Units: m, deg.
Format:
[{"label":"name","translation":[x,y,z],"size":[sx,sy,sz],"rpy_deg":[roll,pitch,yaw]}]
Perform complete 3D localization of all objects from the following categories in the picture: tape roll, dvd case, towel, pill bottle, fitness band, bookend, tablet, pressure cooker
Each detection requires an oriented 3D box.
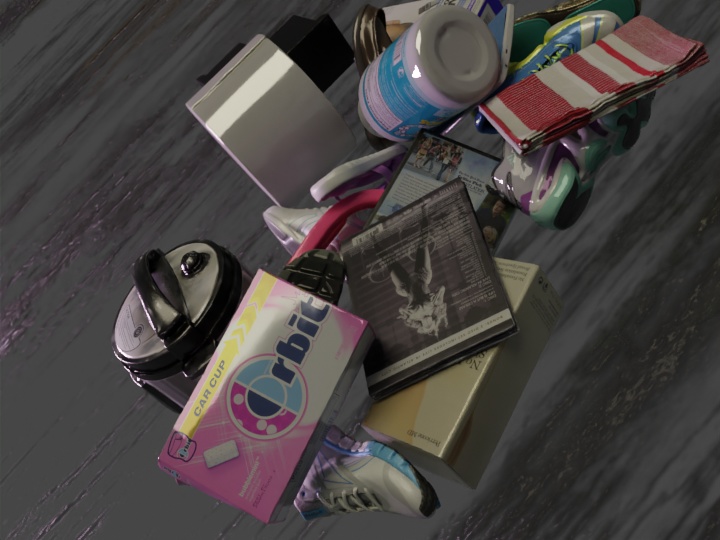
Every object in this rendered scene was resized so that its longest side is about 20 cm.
[{"label":"tape roll","translation":[-0.121,-0.197,1.087],"size":[0.139,0.203,0.203],"rpy_deg":[-44,39,-1]},{"label":"dvd case","translation":[0.058,0.012,0.768],"size":[0.148,0.016,0.201],"rpy_deg":[-28,44,16]},{"label":"towel","translation":[0.228,-0.194,0.810],"size":[0.199,0.023,0.144],"rpy_deg":[-27,30,5]},{"label":"pill bottle","translation":[0.067,-0.218,0.932],"size":[0.111,0.110,0.200],"rpy_deg":[-59,16,-20]},{"label":"fitness band","translation":[0.000,0.000,0.883],"size":[0.143,0.037,0.201],"rpy_deg":[30,73,18]},{"label":"bookend","translation":[-0.143,-0.331,1.313],"size":[0.199,0.092,0.200],"rpy_deg":[-47,37,-7]},{"label":"dvd case","translation":[0.085,-0.053,0.870],"size":[0.142,0.018,0.201],"rpy_deg":[24,70,16]},{"label":"tablet","translation":[0.122,-0.222,0.979],"size":[0.200,0.014,0.131],"rpy_deg":[-40,32,53]},{"label":"pressure cooker","translation":[-0.180,0.063,0.901],"size":[0.175,0.200,0.180],"rpy_deg":[-6,52,36]}]

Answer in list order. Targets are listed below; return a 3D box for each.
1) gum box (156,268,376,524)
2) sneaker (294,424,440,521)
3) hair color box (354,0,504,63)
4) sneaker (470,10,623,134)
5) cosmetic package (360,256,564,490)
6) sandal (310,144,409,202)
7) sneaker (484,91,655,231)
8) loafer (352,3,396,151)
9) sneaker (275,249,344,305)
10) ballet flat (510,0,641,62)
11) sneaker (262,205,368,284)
[{"label":"gum box","translation":[-0.082,0.116,0.711],"size":[0.113,0.066,0.201],"rpy_deg":[25,80,14]},{"label":"sneaker","translation":[-0.012,0.200,0.727],"size":[0.087,0.075,0.199],"rpy_deg":[-47,29,-26]},{"label":"hair color box","translation":[0.098,-0.328,1.129],"size":[0.199,0.065,0.110],"rpy_deg":[5,59,45]},{"label":"sneaker","translation":[0.211,-0.212,0.911],"size":[0.199,0.076,0.106],"rpy_deg":[-29,30,35]},{"label":"cosmetic package","translation":[0.097,0.087,0.744],"size":[0.105,0.071,0.201],"rpy_deg":[10,62,44]},{"label":"sandal","translation":[0.005,-0.105,0.965],"size":[0.082,0.050,0.202],"rpy_deg":[-31,-1,35]},{"label":"sneaker","translation":[0.208,-0.151,0.841],"size":[0.139,0.078,0.200],"rpy_deg":[33,78,36]},{"label":"loafer","translation":[0.038,-0.264,1.078],"size":[0.070,0.073,0.202],"rpy_deg":[-9,86,19]},{"label":"sneaker","translation":[-0.065,0.072,0.813],"size":[0.075,0.079,0.202],"rpy_deg":[13,66,16]},{"label":"ballet flat","translation":[0.246,-0.300,0.987],"size":[0.198,0.068,0.075],"rpy_deg":[-17,23,21]},{"label":"sneaker","translation":[-0.044,-0.046,0.998],"size":[0.199,0.071,0.080],"rpy_deg":[25,68,41]}]
